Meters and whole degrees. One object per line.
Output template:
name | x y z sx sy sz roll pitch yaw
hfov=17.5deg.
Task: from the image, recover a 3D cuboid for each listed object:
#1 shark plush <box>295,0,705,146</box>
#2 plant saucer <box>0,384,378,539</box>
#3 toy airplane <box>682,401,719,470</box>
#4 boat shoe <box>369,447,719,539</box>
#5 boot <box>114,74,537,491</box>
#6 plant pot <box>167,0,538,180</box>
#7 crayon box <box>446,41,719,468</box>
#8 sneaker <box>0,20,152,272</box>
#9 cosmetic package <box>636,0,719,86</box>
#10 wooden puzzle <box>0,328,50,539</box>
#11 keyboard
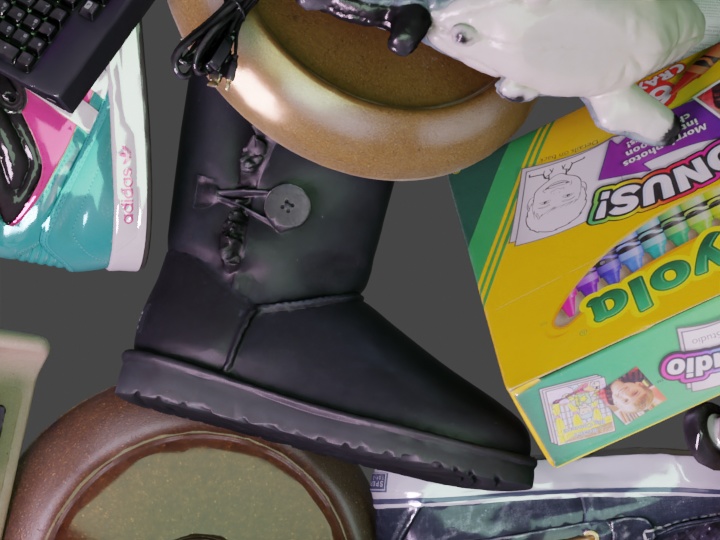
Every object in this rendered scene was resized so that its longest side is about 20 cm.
shark plush | 0.066 -0.103 1.027 0.199 0.083 0.091 -9 118 -18
plant saucer | -0.079 0.149 1.089 0.199 0.034 0.201 -1 93 -13
toy airplane | 0.230 0.136 1.021 0.141 0.200 0.200 1 112 -48
boat shoe | 0.104 0.133 1.115 0.199 0.071 0.091 -2 88 -7
boot | 0.000 0.000 1.054 0.199 0.076 0.169 15 81 4
plant pot | 0.006 -0.138 1.057 0.199 0.027 0.201 10 66 -23
crayon box | 0.149 -0.022 1.035 0.199 0.173 0.058 -25 123 9
sneaker | -0.160 -0.096 1.036 0.120 0.084 0.201 -4 85 -14
cosmetic package | 0.214 -0.120 1.140 0.199 0.051 0.083 3 90 -14
wooden puzzle | -0.221 0.115 0.993 0.185 0.037 0.201 11 97 -48
keyboard | -0.082 -0.153 1.004 0.127 0.021 0.200 30 72 8
